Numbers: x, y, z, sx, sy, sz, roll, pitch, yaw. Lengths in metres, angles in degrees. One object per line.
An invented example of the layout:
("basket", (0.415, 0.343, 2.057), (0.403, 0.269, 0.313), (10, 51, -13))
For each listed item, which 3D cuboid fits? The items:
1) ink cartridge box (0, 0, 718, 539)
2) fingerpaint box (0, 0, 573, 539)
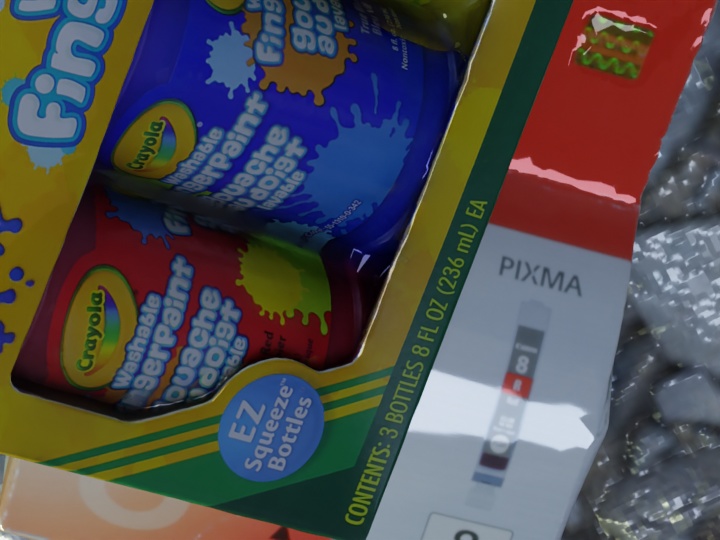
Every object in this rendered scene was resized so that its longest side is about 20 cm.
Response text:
("ink cartridge box", (0.000, 0.000, 0.751), (0.161, 0.050, 0.201), (14, 115, -10))
("fingerpaint box", (-0.045, -0.050, 0.662), (0.166, 0.073, 0.201), (18, 96, -30))
